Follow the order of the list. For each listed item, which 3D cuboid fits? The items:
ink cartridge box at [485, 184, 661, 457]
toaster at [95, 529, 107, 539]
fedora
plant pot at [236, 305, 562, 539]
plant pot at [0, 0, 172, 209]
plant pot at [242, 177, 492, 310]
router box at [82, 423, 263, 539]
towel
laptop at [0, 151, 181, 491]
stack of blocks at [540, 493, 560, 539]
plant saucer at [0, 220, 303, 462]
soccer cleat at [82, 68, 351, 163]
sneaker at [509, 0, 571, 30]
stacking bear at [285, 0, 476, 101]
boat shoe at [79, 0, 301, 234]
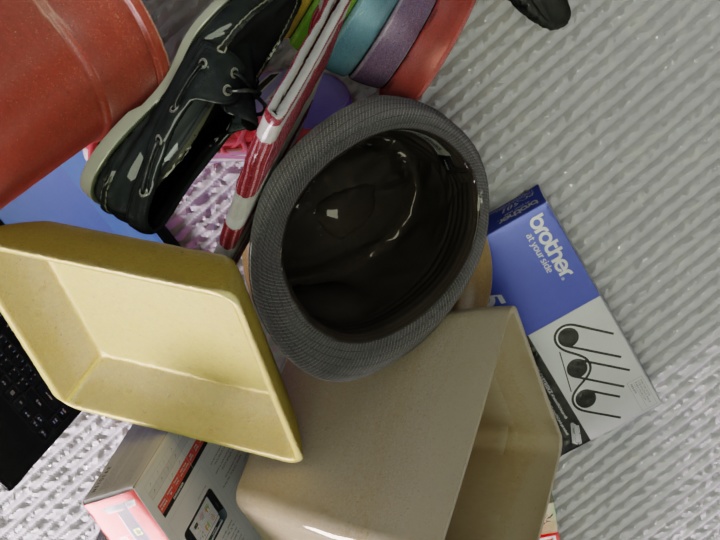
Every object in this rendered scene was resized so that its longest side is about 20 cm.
[{"bbox_3d":[0.149,0.042,1.106,0.094,0.044,0.200,-30,109,10],"label":"ink cartridge box"},{"bbox_3d":[-0.149,0.275,1.132,0.113,0.129,0.201,-16,97,7],"label":"toaster"},{"bbox_3d":[-0.008,-0.029,0.961,0.200,0.090,0.177,-46,121,-15],"label":"fedora"},{"bbox_3d":[0.026,0.152,1.031,0.176,0.200,0.200,5,146,23],"label":"plant pot"},{"bbox_3d":[-0.260,-0.121,0.905,0.195,0.200,0.201,-46,110,-22],"label":"plant pot"},{"bbox_3d":[0.000,0.000,1.068,0.199,0.027,0.201,6,112,14],"label":"plant pot"},{"bbox_3d":[-0.107,0.176,1.070,0.049,0.200,0.180,-19,113,26],"label":"router box"},{"bbox_3d":[-0.062,-0.077,0.922,0.023,0.144,0.200,25,138,-2],"label":"towel"},{"bbox_3d":[-0.237,0.032,1.061,0.103,0.200,0.178,-15,118,47],"label":"laptop"},{"bbox_3d":[0.069,0.244,1.181,0.199,0.059,0.116,-10,113,3],"label":"stack of blocks"},{"bbox_3d":[-0.138,0.039,0.929,0.199,0.049,0.200,12,146,20],"label":"plant saucer"},{"bbox_3d":[-0.105,-0.103,1.023,0.199,0.077,0.067,-6,113,2],"label":"soccer cleat"},{"bbox_3d":[0.112,-0.262,0.968,0.090,0.076,0.201,-27,114,1],"label":"sneaker"},{"bbox_3d":[-0.028,-0.204,0.971,0.199,0.114,0.122,30,109,-8],"label":"stacking bear"},{"bbox_3d":[-0.096,-0.106,0.906,0.199,0.074,0.066,-47,66,1],"label":"boat shoe"}]
